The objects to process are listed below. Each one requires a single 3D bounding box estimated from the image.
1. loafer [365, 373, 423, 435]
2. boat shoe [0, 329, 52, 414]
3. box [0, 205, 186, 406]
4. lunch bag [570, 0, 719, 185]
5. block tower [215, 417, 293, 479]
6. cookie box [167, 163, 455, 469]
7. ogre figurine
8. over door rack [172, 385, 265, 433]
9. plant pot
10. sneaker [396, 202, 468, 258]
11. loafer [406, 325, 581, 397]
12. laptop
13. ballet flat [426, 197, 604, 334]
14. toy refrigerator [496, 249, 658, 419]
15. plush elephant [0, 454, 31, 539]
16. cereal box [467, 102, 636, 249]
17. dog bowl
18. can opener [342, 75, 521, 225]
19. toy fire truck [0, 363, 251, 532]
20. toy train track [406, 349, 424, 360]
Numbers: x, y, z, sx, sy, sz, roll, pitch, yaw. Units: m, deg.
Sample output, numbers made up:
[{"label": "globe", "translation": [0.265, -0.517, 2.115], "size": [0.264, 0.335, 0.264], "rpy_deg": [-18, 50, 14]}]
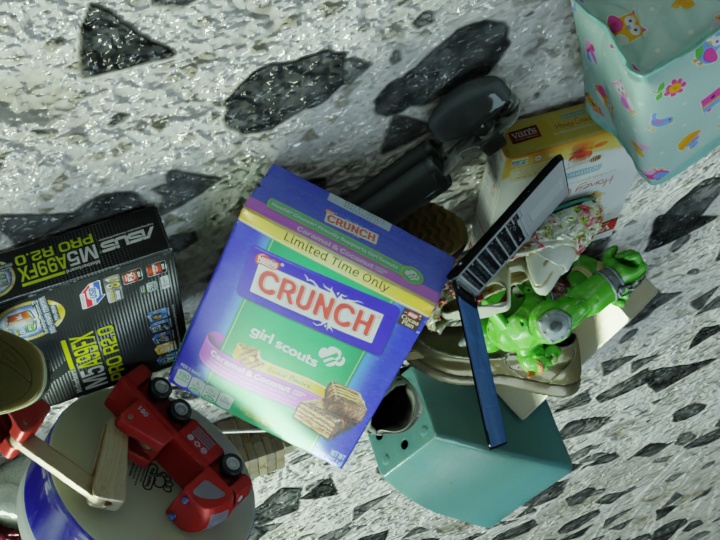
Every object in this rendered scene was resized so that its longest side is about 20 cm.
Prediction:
[{"label": "loafer", "translation": [0.023, 0.133, 1.430], "size": [0.070, 0.069, 0.200], "rpy_deg": [-60, 155, 2]}, {"label": "boat shoe", "translation": [-0.319, 0.081, 1.136], "size": [0.198, 0.073, 0.066], "rpy_deg": [-5, 171, 19]}, {"label": "box", "translation": [-0.226, 0.038, 1.203], "size": [0.159, 0.045, 0.201], "rpy_deg": [-18, 153, -12]}, {"label": "lunch bag", "translation": [0.272, -0.185, 1.125], "size": [0.199, 0.122, 0.171], "rpy_deg": [-31, 151, -4]}, {"label": "block tower", "translation": [-0.170, 0.202, 1.535], "size": [0.198, 0.054, 0.058], "rpy_deg": [-18, 154, -11]}, {"label": "cookie box", "translation": [-0.043, 0.040, 1.193], "size": [0.170, 0.075, 0.201], "rpy_deg": [27, 126, -1]}, {"label": "ogre figurine", "translation": [0.170, 0.034, 1.404], "size": [0.120, 0.199, 0.099], "rpy_deg": [-38, 123, -33]}, {"label": "over door rack", "translation": [-0.123, 0.121, 1.428], "size": [0.198, 0.067, 0.148], "rpy_deg": [-14, 153, 10]}, {"label": "plant pot", "translation": [0.106, 0.182, 1.640], "size": [0.199, 0.142, 0.141], "rpy_deg": [19, 132, -44]}, {"label": "sneaker", "translation": [0.000, 0.000, 1.293], "size": [0.198, 0.076, 0.090], "rpy_deg": [-15, 152, 3]}, {"label": "loafer", "translation": [0.137, 0.078, 1.512], "size": [0.197, 0.076, 0.068], "rpy_deg": [9, 112, -13]}, {"label": "laptop", "translation": [0.138, 0.030, 1.199], "size": [0.200, 0.116, 0.187], "rpy_deg": [-48, 170, 3]}, {"label": "ballet flat", "translation": [0.136, 0.002, 1.330], "size": [0.198, 0.064, 0.076], "rpy_deg": [-24, 151, 10]}, {"label": "toy refrigerator", "translation": [0.222, 0.069, 1.579], "size": [0.076, 0.070, 0.200], "rpy_deg": [-35, 169, -47]}, {"label": "plush elephant", "translation": [-0.303, 0.265, 1.425], "size": [0.198, 0.156, 0.165], "rpy_deg": [-28, 153, 9]}, {"label": "cereal box", "translation": [0.178, -0.076, 1.328], "size": [0.142, 0.040, 0.201], "rpy_deg": [-17, 152, -11]}, {"label": "dog bowl", "translation": [-0.194, 0.203, 1.288], "size": [0.198, 0.201, 0.079], "rpy_deg": [0, 138, -39]}, {"label": "can opener", "translation": [0.048, -0.090, 1.204], "size": [0.199, 0.053, 0.066], "rpy_deg": [-38, 116, 22]}, {"label": "toy fire truck", "translation": [-0.200, 0.152, 1.224], "size": [0.141, 0.200, 0.049], "rpy_deg": [-38, 171, -45]}, {"label": "toy train track", "translation": [-0.011, 0.065, 1.423], "size": [0.113, 0.033, 0.200], "rpy_deg": [-10, 159, 22]}]
